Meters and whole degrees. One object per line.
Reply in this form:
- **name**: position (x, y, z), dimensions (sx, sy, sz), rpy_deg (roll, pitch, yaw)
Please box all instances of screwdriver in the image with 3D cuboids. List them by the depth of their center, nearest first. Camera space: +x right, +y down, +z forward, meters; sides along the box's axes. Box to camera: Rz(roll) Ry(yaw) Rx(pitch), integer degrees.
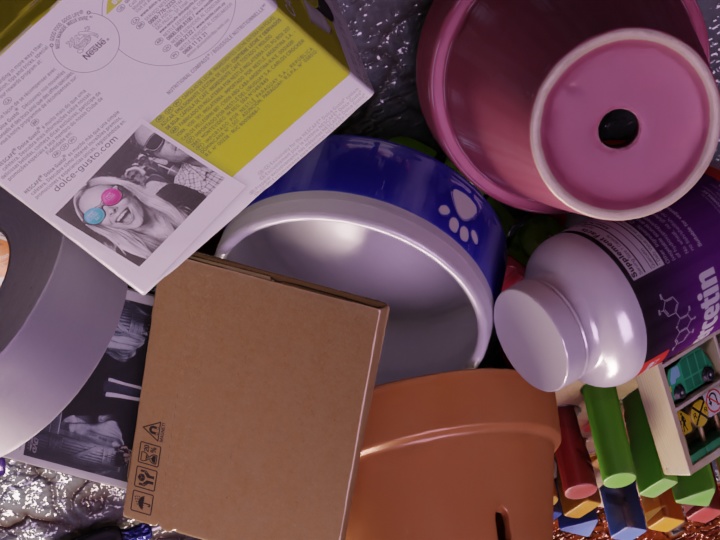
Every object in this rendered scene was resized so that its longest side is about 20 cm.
- **screwdriver**: position (-0.149, 0.195, 1.822), dimensions (0.200, 0.028, 0.029), rpy_deg (-21, 158, 1)

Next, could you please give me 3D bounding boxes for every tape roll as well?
- **tape roll**: position (-0.251, 0.030, 1.552), dimensions (0.200, 0.200, 0.066), rpy_deg (-37, 129, 12)

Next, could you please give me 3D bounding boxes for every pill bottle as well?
- **pill bottle**: position (0.193, 0.008, 1.612), dimensions (0.200, 0.112, 0.113), rpy_deg (-27, 134, -28)

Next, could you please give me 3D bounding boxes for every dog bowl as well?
- **dog bowl**: position (0.000, 0.000, 1.630), dimensions (0.200, 0.079, 0.200), rpy_deg (11, 141, 9)

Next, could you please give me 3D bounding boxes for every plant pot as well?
- **plant pot**: position (0.151, -0.119, 1.545), dimensions (0.200, 0.179, 0.200), rpy_deg (-4, 110, -11)
- **plant pot**: position (0.055, 0.169, 1.666), dimensions (0.200, 0.140, 0.200), rpy_deg (-10, 161, -3)

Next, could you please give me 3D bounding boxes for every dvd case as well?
- **dvd case**: position (-0.152, 0.085, 1.646), dimensions (0.200, 0.025, 0.150), rpy_deg (14, 107, 5)

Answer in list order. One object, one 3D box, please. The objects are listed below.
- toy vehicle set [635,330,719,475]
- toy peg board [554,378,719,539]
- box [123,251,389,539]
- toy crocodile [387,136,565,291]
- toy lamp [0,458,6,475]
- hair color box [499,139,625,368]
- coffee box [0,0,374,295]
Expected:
- **toy vehicle set**: position (0.281, 0.057, 1.750), dimensions (0.200, 0.027, 0.124), rpy_deg (-27, 104, -39)
- **toy peg board**: position (0.196, 0.157, 1.800), dimensions (0.200, 0.098, 0.199), rpy_deg (14, 141, -34)
- **box**: position (-0.074, 0.098, 1.601), dimensions (0.163, 0.021, 0.200), rpy_deg (14, 107, 15)
- **toy crocodile**: position (0.089, -0.025, 1.674), dimensions (0.200, 0.062, 0.068), rpy_deg (42, 132, -12)
- **toy lamp**: position (-0.215, 0.116, 1.723), dimensions (0.200, 0.058, 0.058), rpy_deg (-7, 128, -11)
- **hair color box**: position (0.177, 0.000, 1.752), dimensions (0.101, 0.061, 0.200), rpy_deg (0, 127, -17)
- **coffee box**: position (-0.144, -0.153, 1.445), dimensions (0.200, 0.200, 0.198), rpy_deg (-40, 127, 15)
